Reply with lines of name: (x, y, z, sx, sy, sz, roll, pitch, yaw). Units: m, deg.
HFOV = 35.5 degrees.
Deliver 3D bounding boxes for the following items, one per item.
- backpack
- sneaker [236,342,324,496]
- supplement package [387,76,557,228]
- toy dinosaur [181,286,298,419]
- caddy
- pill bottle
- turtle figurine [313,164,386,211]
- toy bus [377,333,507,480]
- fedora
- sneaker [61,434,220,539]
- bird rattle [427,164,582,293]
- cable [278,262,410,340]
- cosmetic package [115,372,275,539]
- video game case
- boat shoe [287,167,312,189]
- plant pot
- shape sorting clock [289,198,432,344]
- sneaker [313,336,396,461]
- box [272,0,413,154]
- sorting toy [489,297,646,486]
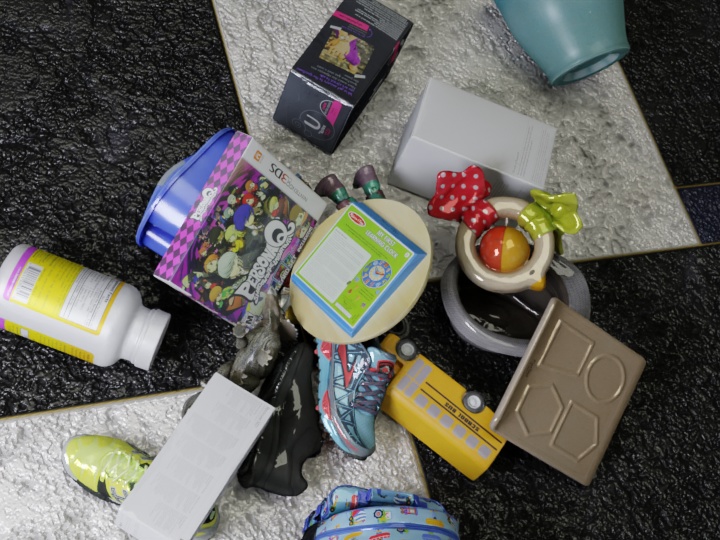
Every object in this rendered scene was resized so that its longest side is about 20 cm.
backpack: (0.029, 0.312, 1.251, 0.182, 0.200, 0.135, 9, 59, -11)
sneaker: (-0.084, 0.184, 1.374, 0.091, 0.076, 0.200, 25, 61, -16)
supplement package: (0.159, -0.165, 1.608, 0.200, 0.121, 0.120, 21, 58, -6)
toy dinosaur: (-0.137, 0.118, 1.370, 0.077, 0.102, 0.200, 31, 90, 18)
caddy: (-0.206, -0.096, 1.443, 0.105, 0.141, 0.200, 36, 57, 4)
pill bottle: (-0.333, 0.050, 1.343, 0.200, 0.104, 0.104, 22, 57, -5)
turtle figurine: (0.026, -0.046, 1.498, 0.150, 0.101, 0.200, -5, 57, -48)
toy bus: (0.091, 0.171, 1.431, 0.200, 0.065, 0.078, 38, 59, 5)
fedora: (0.199, 0.052, 1.516, 0.200, 0.090, 0.177, 5, 59, -8)
sneaker: (-0.246, 0.237, 1.281, 0.200, 0.076, 0.075, 26, 59, 0)
bird rattle: (0.185, -0.053, 1.470, 0.200, 0.113, 0.163, 9, 72, -2)
cable: (-0.031, 0.042, 1.489, 0.200, 0.050, 0.097, 16, 54, -22)
cosmetic package: (-0.179, 0.214, 1.241, 0.082, 0.051, 0.200, 30, 52, 5)
video game case: (-0.142, -0.041, 1.382, 0.036, 0.181, 0.200, 23, 79, 37)
boat shoe: (-0.120, -0.055, 1.488, 0.072, 0.072, 0.200, 35, 57, 2)
plant pot: (0.325, -0.400, 1.762, 0.200, 0.200, 0.188, -19, 84, -26)
shape sorting clock: (0.000, 0.000, 1.398, 0.039, 0.200, 0.200, 37, 43, -49)
sneaker: (-0.001, 0.130, 1.378, 0.079, 0.095, 0.200, 21, 54, -51)
box: (-0.025, -0.288, 1.619, 0.106, 0.122, 0.200, 32, 58, 1)
sorting toy: (0.264, 0.156, 1.437, 0.200, 0.036, 0.185, 33, 79, -30)
